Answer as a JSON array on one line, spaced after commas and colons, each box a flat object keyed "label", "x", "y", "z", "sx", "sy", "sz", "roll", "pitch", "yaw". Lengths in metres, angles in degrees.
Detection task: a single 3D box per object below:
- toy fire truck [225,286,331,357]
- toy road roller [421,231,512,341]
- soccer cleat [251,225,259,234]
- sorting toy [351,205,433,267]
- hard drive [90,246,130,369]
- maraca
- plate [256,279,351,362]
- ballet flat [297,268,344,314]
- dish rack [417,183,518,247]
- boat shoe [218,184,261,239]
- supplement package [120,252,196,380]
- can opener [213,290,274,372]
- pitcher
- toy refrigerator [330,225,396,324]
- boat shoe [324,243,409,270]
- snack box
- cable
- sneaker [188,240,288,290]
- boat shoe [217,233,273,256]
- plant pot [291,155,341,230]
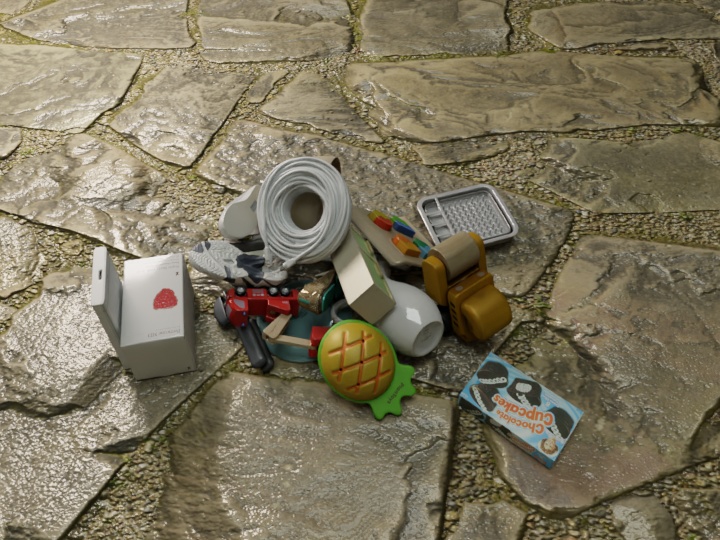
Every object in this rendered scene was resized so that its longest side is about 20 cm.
[{"label": "toy fire truck", "x": -0.157, "y": 0.098, "z": 1.264, "sx": 0.194, "sy": 0.050, "sz": 0.143, "roll": 1, "pitch": 41, "yaw": -18}, {"label": "toy road roller", "x": 0.212, "y": 0.042, "z": 1.266, "sx": 0.121, "sy": 0.204, "sz": 0.145, "roll": -29, "pitch": 34, "yaw": -22}, {"label": "soccer cleat", "x": -0.211, "y": -0.101, "z": 1.472, "sx": 0.076, "sy": 0.070, "sz": 0.203, "roll": 17, "pitch": 60, "yaw": 8}, {"label": "sorting toy", "x": 0.084, "y": -0.071, "z": 1.396, "sx": 0.197, "sy": 0.037, "sz": 0.186, "roll": 4, "pitch": 37, "yaw": -50}, {"label": "hard drive", "x": -0.461, "y": 0.074, "z": 1.243, "sx": 0.026, "sy": 0.203, "sz": 0.134, "roll": -9, "pitch": 51, "yaw": -8}, {"label": "maraca", "x": 0.012, "y": 0.180, "z": 1.208, "sx": 0.199, "sy": 0.107, "sz": 0.138, "roll": 40, "pitch": 84, "yaw": -3}, {"label": "plate", "x": -0.115, "y": 0.093, "z": 1.338, "sx": 0.194, "sy": 0.026, "sz": 0.204, "roll": 0, "pitch": 52, "yaw": 0}, {"label": "ballet flat", "x": -0.072, "y": 0.031, "z": 1.309, "sx": 0.064, "sy": 0.073, "sz": 0.200, "roll": 12, "pitch": 14, "yaw": 13}, {"label": "dish rack", "x": 0.237, "y": -0.108, "z": 1.484, "sx": 0.195, "sy": 0.044, "sz": 0.174, "roll": -14, "pitch": 52, "yaw": -11}, {"label": "boat shoe", "x": -0.255, "y": -0.116, "z": 1.376, "sx": 0.067, "sy": 0.073, "sz": 0.202, "roll": -25, "pitch": 26, "yaw": 27}, {"label": "supplement package", "x": -0.389, "y": 0.087, "z": 1.283, "sx": 0.118, "sy": 0.121, "sz": 0.203, "roll": -8, "pitch": 51, "yaw": -7}, {"label": "can opener", "x": -0.236, "y": 0.123, "z": 1.310, "sx": 0.066, "sy": 0.053, "sz": 0.202, "roll": -39, "pitch": 55, "yaw": 11}, {"label": "pitcher", "x": 0.050, "y": 0.090, "z": 1.285, "sx": 0.170, "sy": 0.123, "sz": 0.199, "roll": -34, "pitch": 48, "yaw": -18}, {"label": "toy refrigerator", "x": 0.000, "y": 0.000, "z": 1.265, "sx": 0.070, "sy": 0.076, "sz": 0.202, "roll": -40, "pitch": 38, "yaw": 13}, {"label": "boat shoe", "x": 0.011, "y": -0.023, "z": 1.411, "sx": 0.195, "sy": 0.074, "sz": 0.069, "roll": 15, "pitch": 85, "yaw": 3}, {"label": "snack box", "x": 0.288, "y": 0.249, "z": 1.199, "sx": 0.198, "sy": 0.038, "sz": 0.116, "roll": 32, "pitch": 58, "yaw": 23}, {"label": "cable", "x": -0.107, "y": -0.114, "z": 1.281, "sx": 0.195, "sy": 0.069, "sz": 0.205, "roll": -18, "pitch": 81, "yaw": 14}, {"label": "sneaker", "x": -0.251, "y": 0.011, "z": 1.329, "sx": 0.194, "sy": 0.130, "sz": 0.081, "roll": 5, "pitch": 60, "yaw": -19}, {"label": "boat shoe", "x": -0.243, "y": -0.047, "z": 1.377, "sx": 0.195, "sy": 0.072, "sz": 0.062, "roll": -1, "pitch": 67, "yaw": 6}, {"label": "plant pot", "x": -0.128, "y": -0.152, "z": 1.418, "sx": 0.131, "sy": 0.203, "sz": 0.203, "roll": 11, "pitch": 51, "yaw": 8}]
